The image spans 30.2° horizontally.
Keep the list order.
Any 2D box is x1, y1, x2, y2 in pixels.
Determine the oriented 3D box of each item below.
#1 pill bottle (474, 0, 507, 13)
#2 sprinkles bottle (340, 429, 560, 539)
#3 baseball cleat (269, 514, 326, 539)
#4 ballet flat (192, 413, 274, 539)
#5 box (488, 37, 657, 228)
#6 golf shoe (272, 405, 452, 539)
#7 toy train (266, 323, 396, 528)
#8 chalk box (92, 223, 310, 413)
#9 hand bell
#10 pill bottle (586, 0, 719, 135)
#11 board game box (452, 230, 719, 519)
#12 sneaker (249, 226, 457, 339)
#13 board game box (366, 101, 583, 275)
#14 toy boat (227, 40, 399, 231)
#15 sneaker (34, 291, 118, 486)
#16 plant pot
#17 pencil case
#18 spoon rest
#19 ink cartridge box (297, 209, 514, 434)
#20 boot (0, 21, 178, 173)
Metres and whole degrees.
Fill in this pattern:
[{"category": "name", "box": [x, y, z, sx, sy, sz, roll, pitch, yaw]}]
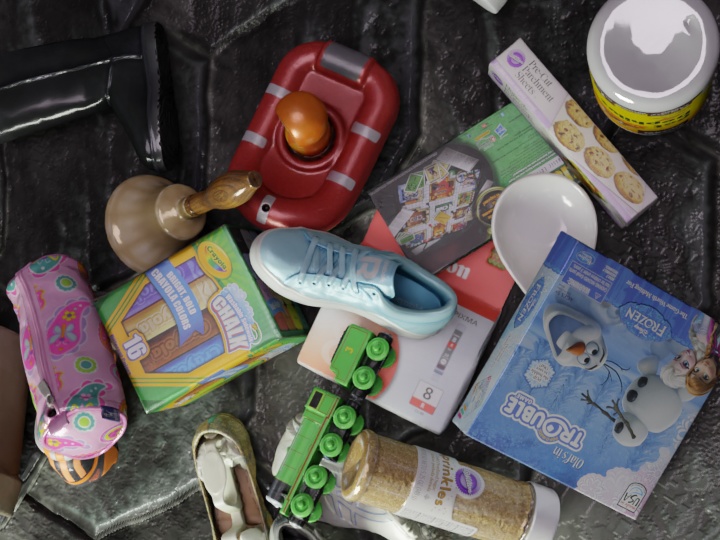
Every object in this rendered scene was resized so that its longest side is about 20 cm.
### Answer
[{"category": "pill bottle", "box": [0.159, -0.346, 1.251, 0.112, 0.112, 0.200, 41, 96, 11]}, {"category": "sprinkles bottle", "box": [0.084, 0.208, 1.233, 0.199, 0.068, 0.069, 19, 93, -14]}, {"category": "baseball cleat", "box": [-0.024, 0.321, 1.269, 0.070, 0.106, 0.200, -40, 86, -6]}, {"category": "ballet flat", "box": [-0.124, 0.241, 1.319, 0.070, 0.071, 0.201, -16, 85, 12]}, {"category": "box", "box": [0.198, -0.128, 1.251, 0.041, 0.039, 0.200, -38, 83, -2]}, {"category": "golf shoe", "box": [-0.001, 0.223, 1.300, 0.200, 0.078, 0.097, 42, 114, 16]}, {"category": "toy train", "box": [-0.029, 0.143, 1.249, 0.056, 0.042, 0.201, 23, 79, 21]}, {"category": "chalk box", "box": [-0.131, 0.037, 1.298, 0.199, 0.125, 0.124, -28, 82, 11]}, {"category": "hand bell", "box": [-0.153, -0.062, 1.262, 0.200, 0.104, 0.105, -16, 83, 53]}, {"category": "pill bottle", "box": [0.258, -0.181, 1.179, 0.109, 0.200, 0.110, 0, 88, 12]}, {"category": "board game box", "box": [0.217, 0.098, 1.212, 0.199, 0.043, 0.200, 27, 96, -20]}, {"category": "sneaker", "box": [0.000, 0.000, 1.224, 0.199, 0.082, 0.074, 18, 65, -14]}, {"category": "board game box", "box": [0.117, -0.084, 1.284, 0.199, 0.023, 0.105, -31, 81, 1]}, {"category": "toy boat", "box": [-0.051, -0.131, 1.271, 0.130, 0.131, 0.201, 24, 84, 12]}, {"category": "sneaker", "box": [-0.281, 0.126, 1.354, 0.077, 0.112, 0.201, 4, 55, 6]}, {"category": "plant pot", "box": [-0.416, 0.134, 1.338, 0.199, 0.200, 0.174, 14, 75, 13]}, {"category": "pencil case", "box": [-0.280, 0.080, 1.264, 0.087, 0.087, 0.201, -29, 54, 10]}, {"category": "spoon rest", "box": [0.179, 0.009, 1.244, 0.099, 0.061, 0.201, -10, 97, -1]}, {"category": "ink cartridge box", "box": [0.052, 0.036, 1.296, 0.162, 0.050, 0.201, 26, 97, 12]}, {"category": "boot", "box": [-0.292, -0.161, 1.362, 0.199, 0.066, 0.166, -9, 69, 7]}]
